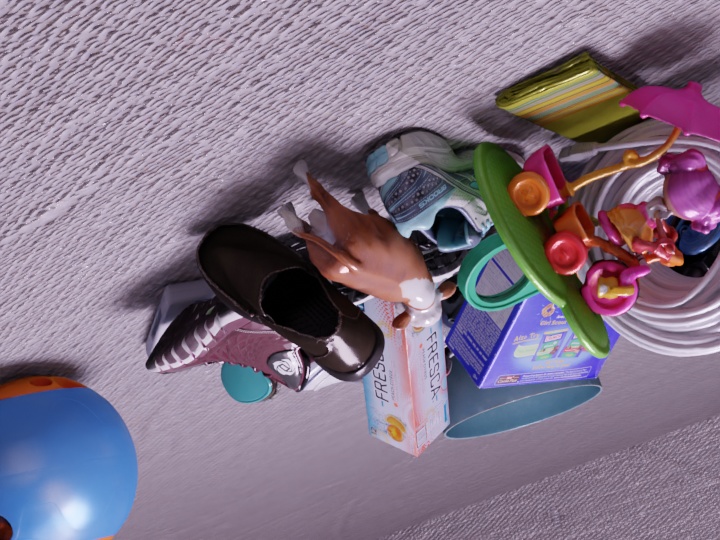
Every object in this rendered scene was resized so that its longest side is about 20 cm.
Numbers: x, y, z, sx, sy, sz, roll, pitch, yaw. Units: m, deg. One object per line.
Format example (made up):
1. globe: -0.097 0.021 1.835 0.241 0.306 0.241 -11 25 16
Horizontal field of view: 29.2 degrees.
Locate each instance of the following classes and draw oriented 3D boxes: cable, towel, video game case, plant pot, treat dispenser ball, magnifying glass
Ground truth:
1. cable: 0.270 -0.030 1.150 0.198 0.202 0.069 -17 172 35
2. towel: 0.189 -0.134 1.127 0.085 0.018 0.199 -19 165 29
3. video game case: -0.110 0.038 1.389 0.198 0.022 0.182 -10 162 -19
4. plant pot: 0.179 0.109 1.674 0.198 0.136 0.200 -14 164 -4
5. treat dispenser ball: -0.330 0.210 1.426 0.198 0.203 0.201 -14 163 -4
6. magnifying glass: 0.172 -0.004 1.239 0.198 0.022 0.080 -2 129 -31

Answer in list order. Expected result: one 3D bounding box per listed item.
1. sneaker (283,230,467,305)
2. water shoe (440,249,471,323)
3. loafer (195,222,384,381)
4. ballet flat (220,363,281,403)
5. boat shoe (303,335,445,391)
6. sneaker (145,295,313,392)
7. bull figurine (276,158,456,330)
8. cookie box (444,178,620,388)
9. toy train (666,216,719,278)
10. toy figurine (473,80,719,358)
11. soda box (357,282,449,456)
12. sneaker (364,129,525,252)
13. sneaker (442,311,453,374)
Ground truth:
1. sneaker: 0.000 0.000 1.285 0.198 0.075 0.079 -8 167 -24
2. water shoe: 0.178 0.006 1.444 0.198 0.080 0.072 -17 164 4
3. loafer: -0.063 0.011 1.118 0.073 0.199 0.071 -53 149 -11
4. ballet flat: -0.086 0.086 1.418 0.071 0.073 0.200 -8 163 -23
5. boat shoe: 0.017 0.088 1.478 0.199 0.067 0.074 -30 168 -33
6. sneaker: -0.108 0.079 1.257 0.115 0.076 0.199 43 140 -17
7. bull figurine: 0.004 -0.016 1.128 0.065 0.121 0.200 -46 155 5
8. cookie box: 0.198 0.012 1.344 0.170 0.075 0.201 -1 128 -38
9. toy train: 0.321 -0.045 1.258 0.114 0.087 0.201 -13 -144 54
10. toy figurine: 0.216 -0.057 1.081 0.183 0.201 0.150 -30 -176 22
11. soda box: 0.043 0.089 1.400 0.063 0.068 0.202 -40 138 -38
12. sneaker: 0.081 -0.054 1.156 0.077 0.087 0.199 -29 159 37
13. sneaker: 0.063 0.090 1.601 0.198 0.083 0.070 -23 162 22
